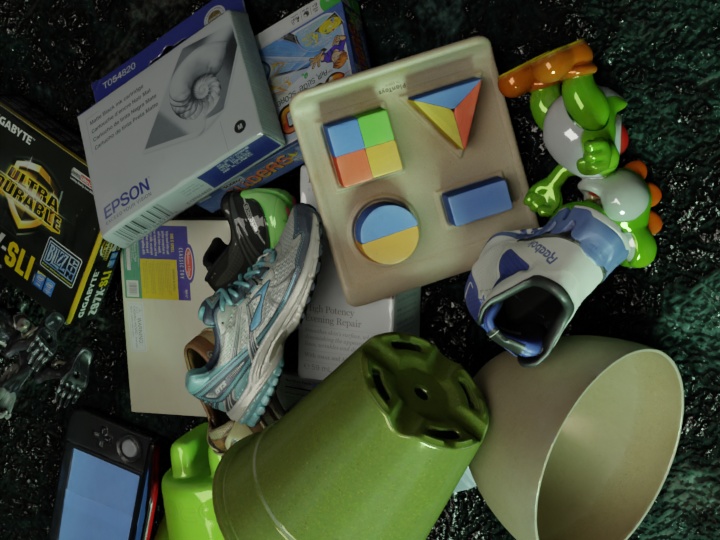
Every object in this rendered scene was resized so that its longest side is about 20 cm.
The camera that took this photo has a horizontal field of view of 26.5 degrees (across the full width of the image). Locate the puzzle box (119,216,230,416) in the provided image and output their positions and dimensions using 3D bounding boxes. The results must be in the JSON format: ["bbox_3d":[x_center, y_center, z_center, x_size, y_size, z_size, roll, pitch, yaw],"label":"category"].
[{"bbox_3d":[-0.174,0.045,1.522,0.132,0.025,0.201,2,100,25],"label":"puzzle box"}]

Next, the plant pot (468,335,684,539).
[{"bbox_3d":[0.162,0.137,1.302,0.134,0.200,0.201,24,110,39],"label":"plant pot"}]

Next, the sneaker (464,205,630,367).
[{"bbox_3d":[0.127,0.023,1.252,0.081,0.115,0.199,44,153,-6],"label":"sneaker"}]

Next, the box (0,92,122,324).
[{"bbox_3d":[-0.323,-0.064,1.545,0.200,0.049,0.160,35,114,24],"label":"box"}]

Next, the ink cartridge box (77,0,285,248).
[{"bbox_3d":[-0.176,-0.152,1.422,0.199,0.041,0.201,-31,57,22],"label":"ink cartridge box"}]

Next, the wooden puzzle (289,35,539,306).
[{"bbox_3d":[0.052,-0.082,1.316,0.184,0.046,0.201,-18,106,-7],"label":"wooden puzzle"}]

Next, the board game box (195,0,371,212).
[{"bbox_3d":[-0.079,-0.155,1.403,0.199,0.034,0.136,-27,59,26],"label":"board game box"}]

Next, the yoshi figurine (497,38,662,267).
[{"bbox_3d":[0.178,-0.083,1.286,0.112,0.112,0.201,-23,97,23],"label":"yoshi figurine"}]

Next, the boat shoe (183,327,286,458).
[{"bbox_3d":[-0.108,0.145,1.395,0.076,0.074,0.201,-27,85,47],"label":"boat shoe"}]

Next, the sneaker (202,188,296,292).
[{"bbox_3d":[-0.106,0.007,1.436,0.083,0.077,0.201,12,119,7],"label":"sneaker"}]

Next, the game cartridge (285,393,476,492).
[{"bbox_3d":[0.009,0.160,1.404,0.200,0.041,0.134,-22,110,40],"label":"game cartridge"}]

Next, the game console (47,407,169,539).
[{"bbox_3d":[-0.266,0.266,1.553,0.172,0.119,0.201,19,106,21],"label":"game console"}]

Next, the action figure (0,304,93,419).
[{"bbox_3d":[-0.361,0.081,1.544,0.200,0.102,0.119,8,141,48],"label":"action figure"}]

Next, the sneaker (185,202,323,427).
[{"bbox_3d":[-0.093,0.031,1.326,0.086,0.078,0.201,20,89,-8],"label":"sneaker"}]

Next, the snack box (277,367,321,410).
[{"bbox_3d":[-0.012,0.141,1.464,0.199,0.024,0.072,8,102,24],"label":"snack box"}]

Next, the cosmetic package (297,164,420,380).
[{"bbox_3d":[0.000,0.000,1.407,0.101,0.074,0.201,5,103,23],"label":"cosmetic package"}]

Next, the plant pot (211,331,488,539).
[{"bbox_3d":[0.008,0.157,1.264,0.200,0.200,0.190,45,125,11],"label":"plant pot"}]

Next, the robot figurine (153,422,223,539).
[{"bbox_3d":[-0.128,0.250,1.484,0.175,0.116,0.201,-5,101,23],"label":"robot figurine"}]
